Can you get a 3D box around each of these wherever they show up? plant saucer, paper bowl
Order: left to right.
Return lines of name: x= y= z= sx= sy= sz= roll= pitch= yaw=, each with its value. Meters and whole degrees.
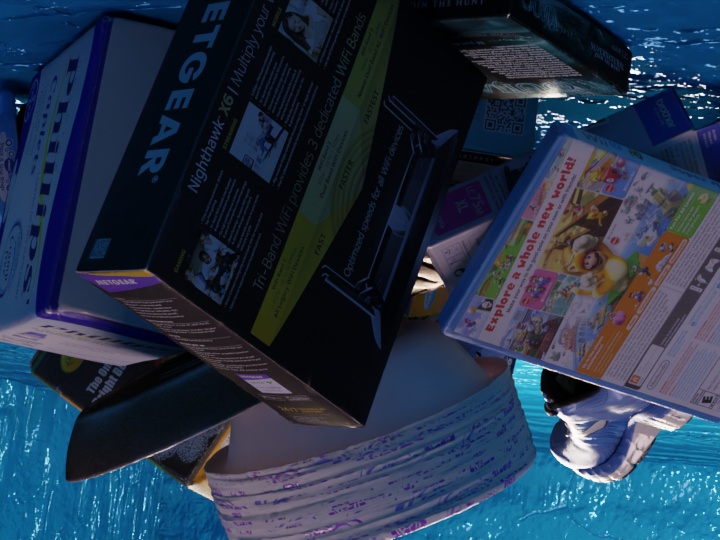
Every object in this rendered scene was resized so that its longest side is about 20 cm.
plant saucer: x=-0.087 y=0.063 z=1.148 sx=0.199 sy=0.035 sz=0.200 roll=-26 pitch=-175 yaw=2
paper bowl: x=0.000 y=0.098 z=1.220 sx=0.200 sy=0.105 sz=0.201 roll=-18 pitch=-174 yaw=2

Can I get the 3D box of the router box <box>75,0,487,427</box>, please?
router box: x=-0.031 y=-0.049 z=0.939 sx=0.052 sy=0.201 sz=0.157 roll=-1 pitch=150 yaw=43

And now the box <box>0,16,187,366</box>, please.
box: x=-0.152 y=-0.043 z=1.232 sx=0.104 sy=0.185 sz=0.200 roll=14 pitch=169 yaw=-21

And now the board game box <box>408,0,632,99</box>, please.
board game box: x=0.028 y=-0.123 z=1.068 sx=0.199 sy=0.028 sz=0.135 roll=1 pitch=168 yaw=34

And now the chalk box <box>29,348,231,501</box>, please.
chalk box: x=-0.136 y=0.061 z=1.389 sx=0.200 sy=0.125 sz=0.124 roll=33 pitch=176 yaw=25

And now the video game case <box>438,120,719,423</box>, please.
video game case: x=0.163 y=0.006 z=1.148 sx=0.199 sy=0.144 sz=0.018 roll=18 pitch=-152 yaw=-23

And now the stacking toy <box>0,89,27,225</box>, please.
stacking toy: x=-0.167 y=-0.067 z=1.410 sx=0.199 sy=0.117 sz=0.110 roll=-1 pitch=175 yaw=-12

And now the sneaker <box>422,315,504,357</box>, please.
sneaker: x=0.056 y=0.098 z=1.467 sx=0.089 sy=0.200 sz=0.079 roll=35 pitch=151 yaw=32

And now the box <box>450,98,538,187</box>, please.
box: x=0.062 y=-0.076 z=1.247 sx=0.082 sy=0.049 sz=0.200 roll=8 pitch=170 yaw=1

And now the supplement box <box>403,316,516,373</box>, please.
supplement box: x=-0.009 y=0.053 z=1.604 sx=0.199 sy=0.135 sz=0.199 roll=6 pitch=-170 yaw=-46

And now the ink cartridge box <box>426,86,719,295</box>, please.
ink cartridge box: x=0.138 y=-0.036 z=1.170 sx=0.199 sy=0.042 sz=0.119 roll=-22 pitch=146 yaw=6

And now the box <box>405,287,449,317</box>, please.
box: x=0.046 y=-0.006 z=1.467 sx=0.119 sy=0.042 sz=0.199 roll=25 pitch=-160 yaw=38

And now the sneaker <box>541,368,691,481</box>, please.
sneaker: x=0.160 y=0.077 z=1.316 sx=0.089 sy=0.079 sz=0.200 roll=21 pitch=153 yaw=-3

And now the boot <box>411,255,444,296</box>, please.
boot: x=0.000 y=0.000 z=1.247 sx=0.199 sy=0.077 sz=0.155 roll=-10 pitch=179 yaw=-38
